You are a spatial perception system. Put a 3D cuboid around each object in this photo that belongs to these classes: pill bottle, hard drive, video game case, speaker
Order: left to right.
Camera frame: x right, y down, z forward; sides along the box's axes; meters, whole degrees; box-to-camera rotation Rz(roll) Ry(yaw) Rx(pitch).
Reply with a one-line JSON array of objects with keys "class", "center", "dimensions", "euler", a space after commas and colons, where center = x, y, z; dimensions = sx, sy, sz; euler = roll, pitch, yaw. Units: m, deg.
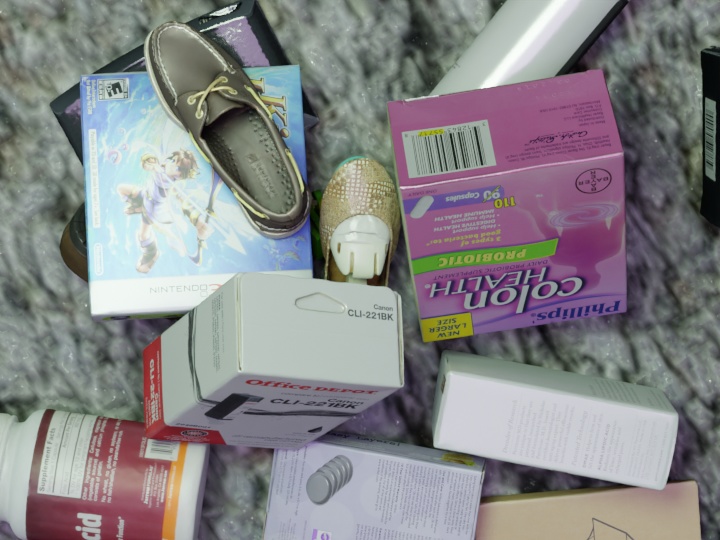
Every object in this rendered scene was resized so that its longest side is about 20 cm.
[{"class": "pill bottle", "center": [-0.235, 0.181, 1.644], "dimensions": [0.200, 0.114, 0.114], "euler": [8, 99, -1]}, {"class": "hard drive", "center": [-0.150, -0.132, 1.628], "dimensions": [0.200, 0.042, 0.135], "euler": [-27, 98, 5]}, {"class": "video game case", "center": [-0.133, -0.063, 1.565], "dimensions": [0.181, 0.045, 0.200], "euler": [-3, 83, -6]}, {"class": "speaker", "center": [0.139, -0.185, 1.597], "dimensions": [0.081, 0.081, 0.200], "euler": [39, 97, -6]}]

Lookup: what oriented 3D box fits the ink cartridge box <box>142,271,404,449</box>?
[{"class": "ink cartridge box", "center": [-0.073, 0.077, 1.545], "dimensions": [0.144, 0.200, 0.084], "euler": [7, 67, -26]}]

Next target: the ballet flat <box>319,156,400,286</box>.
[{"class": "ballet flat", "center": [0.000, 0.000, 1.595], "dimensions": [0.070, 0.065, 0.200], "euler": [-4, 131, -7]}]

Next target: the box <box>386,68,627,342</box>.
[{"class": "box", "center": [0.121, -0.049, 1.560], "dimensions": [0.176, 0.097, 0.200], "euler": [-8, 141, 1]}]

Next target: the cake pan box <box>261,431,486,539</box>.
[{"class": "cake pan box", "center": [0.007, 0.247, 1.676], "dimensions": [0.184, 0.052, 0.200], "euler": [8, 99, 8]}]

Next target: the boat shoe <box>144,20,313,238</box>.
[{"class": "boat shoe", "center": [-0.105, -0.117, 1.520], "dimensions": [0.072, 0.060, 0.200], "euler": [-31, 84, -8]}]

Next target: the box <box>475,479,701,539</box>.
[{"class": "box", "center": [0.203, 0.272, 1.702], "dimensions": [0.200, 0.021, 0.164], "euler": [-5, 99, 2]}]

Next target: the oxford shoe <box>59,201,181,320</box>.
[{"class": "oxford shoe", "center": [-0.164, 0.009, 1.642], "dimensions": [0.200, 0.084, 0.073], "euler": [31, 54, -12]}]

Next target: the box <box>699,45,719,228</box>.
[{"class": "box", "center": [0.388, -0.113, 1.596], "dimensions": [0.200, 0.104, 0.148], "euler": [-1, 99, 0]}]

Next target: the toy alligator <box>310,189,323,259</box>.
[{"class": "toy alligator", "center": [-0.068, -0.028, 1.625], "dimensions": [0.200, 0.059, 0.054], "euler": [-24, 57, -16]}]

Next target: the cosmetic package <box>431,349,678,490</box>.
[{"class": "cosmetic package", "center": [0.163, 0.126, 1.639], "dimensions": [0.200, 0.102, 0.074], "euler": [9, 98, 0]}]
